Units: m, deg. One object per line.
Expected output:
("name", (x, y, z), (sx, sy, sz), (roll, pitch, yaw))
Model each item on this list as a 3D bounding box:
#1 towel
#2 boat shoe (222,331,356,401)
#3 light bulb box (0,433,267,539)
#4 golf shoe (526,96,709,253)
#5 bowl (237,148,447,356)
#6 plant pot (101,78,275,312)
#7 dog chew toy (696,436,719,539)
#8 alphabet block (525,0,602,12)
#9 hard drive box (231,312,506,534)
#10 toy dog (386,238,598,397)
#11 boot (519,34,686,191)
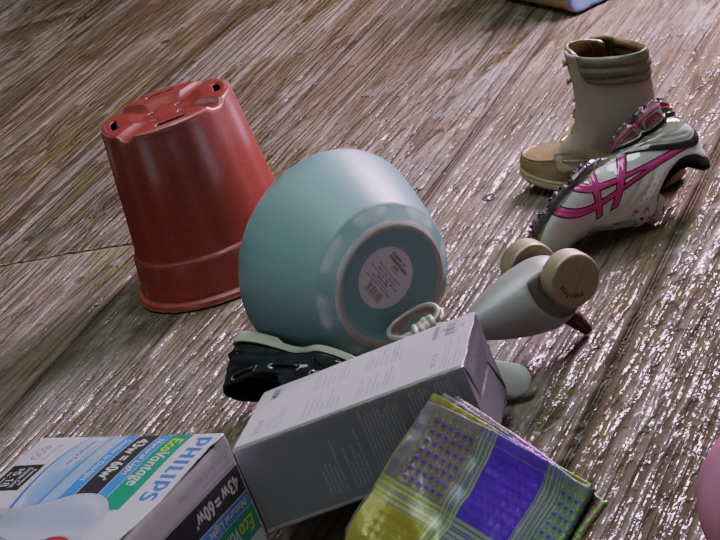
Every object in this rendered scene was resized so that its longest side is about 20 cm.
("towel", (0.076, 0.179, 1.515), (0.144, 0.023, 0.200), (-54, 38, -4))
("boat shoe", (-0.052, 0.104, 1.860), (0.199, 0.075, 0.066), (13, 66, 40))
("light bulb box", (-0.209, 0.229, 1.611), (0.199, 0.125, 0.198), (-5, 25, 35))
("golf shoe", (0.245, -0.071, 2.000), (0.200, 0.092, 0.073), (-43, -8, -1))
("bowl", (0.000, 0.000, 1.890), (0.200, 0.202, 0.105), (-29, 30, -22))
("plant pot", (-0.178, -0.089, 2.249), (0.200, 0.196, 0.201), (-17, 21, 7))
("dog chew toy", (0.295, 0.135, 1.415), (0.124, 0.125, 0.200), (-12, 15, 19))
("alphabet block", (0.288, -0.474, 2.774), (0.196, 0.196, 0.200), (-25, 21, -17))
("hard drive box", (0.011, 0.120, 1.688), (0.199, 0.077, 0.156), (-20, 11, 12))
("toy dog", (0.128, 0.059, 1.811), (0.199, 0.097, 0.132), (-33, 23, 8))
("boot", (0.228, -0.160, 2.118), (0.199, 0.155, 0.072), (4, 31, 46))
